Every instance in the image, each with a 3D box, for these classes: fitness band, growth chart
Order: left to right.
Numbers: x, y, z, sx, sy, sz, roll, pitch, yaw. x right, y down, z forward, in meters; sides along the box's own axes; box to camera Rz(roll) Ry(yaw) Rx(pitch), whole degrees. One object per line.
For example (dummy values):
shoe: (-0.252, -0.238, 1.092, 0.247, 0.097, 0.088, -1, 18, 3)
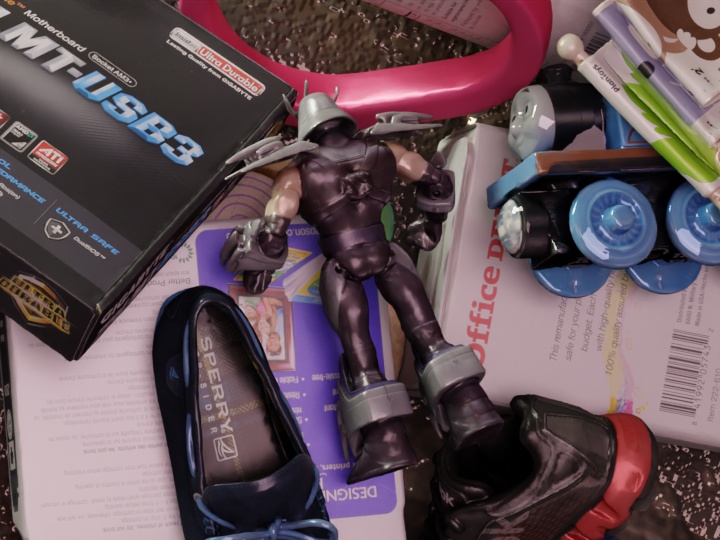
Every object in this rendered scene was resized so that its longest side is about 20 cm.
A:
fitness band: (0.000, -0.127, 1.268, 0.144, 0.200, 0.037, 54, 41, -44)
growth chart: (0.186, -0.134, 1.247, 0.145, 0.018, 0.200, 41, 63, 1)

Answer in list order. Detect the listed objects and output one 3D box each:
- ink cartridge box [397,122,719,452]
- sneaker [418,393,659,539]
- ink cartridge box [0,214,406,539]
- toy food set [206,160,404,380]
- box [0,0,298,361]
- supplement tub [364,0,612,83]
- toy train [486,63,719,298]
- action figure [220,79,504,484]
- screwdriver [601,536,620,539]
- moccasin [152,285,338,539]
ink cartridge box: (0.131, 0.013, 1.336, 0.200, 0.085, 0.145, 12, 84, -13)
sneaker: (0.061, 0.137, 1.286, 0.098, 0.071, 0.200, 27, 118, -28)
ink cartridge box: (-0.080, 0.075, 1.255, 0.198, 0.043, 0.200, -3, 82, -13)
toy food set: (-0.072, 0.026, 1.311, 0.200, 0.049, 0.198, 0, 87, -11)
box: (-0.162, -0.079, 1.226, 0.200, 0.050, 0.199, 35, 48, 5)
supplement tub: (0.083, -0.182, 1.312, 0.200, 0.132, 0.132, 21, 83, -10)
toy train: (0.160, -0.050, 1.261, 0.200, 0.087, 0.114, -3, 75, -19)
action figure: (0.000, 0.000, 1.229, 0.130, 0.069, 0.200, -16, 83, -14)
screwdriver: (0.158, 0.162, 1.360, 0.200, 0.029, 0.028, 25, 83, -5)
moccasin: (-0.059, 0.105, 1.199, 0.080, 0.068, 0.200, -23, 89, -15)
